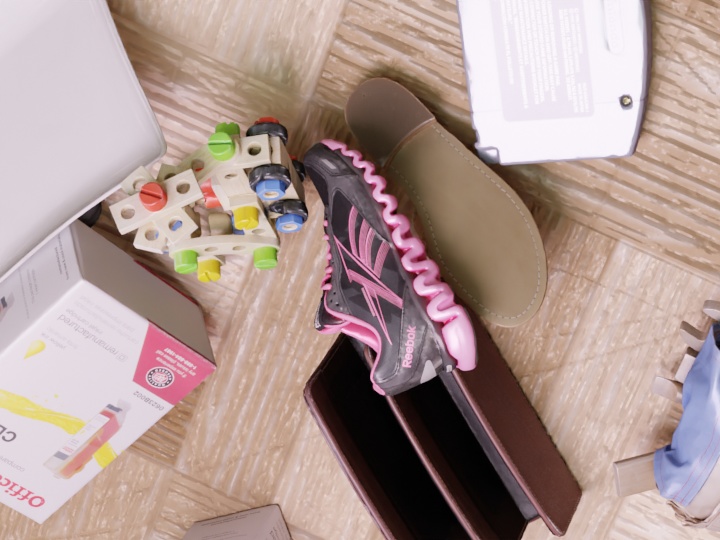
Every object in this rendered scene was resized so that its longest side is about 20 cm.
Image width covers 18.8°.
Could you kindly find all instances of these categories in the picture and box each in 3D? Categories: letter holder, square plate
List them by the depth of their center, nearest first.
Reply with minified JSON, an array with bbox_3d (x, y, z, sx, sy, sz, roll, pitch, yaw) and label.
[{"bbox_3d":[0.060,0.129,1.580,0.100,0.142,0.200,-27,100,23],"label":"letter holder"},{"bbox_3d":[-0.238,-0.113,1.597,0.200,0.028,0.199,-35,65,24],"label":"square plate"}]

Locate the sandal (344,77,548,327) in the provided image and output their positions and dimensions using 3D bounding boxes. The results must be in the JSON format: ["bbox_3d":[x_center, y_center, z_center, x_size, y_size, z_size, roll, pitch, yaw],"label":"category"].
[{"bbox_3d":[0.068,-0.047,1.562,0.078,0.070,0.212,-38,75,2],"label":"sandal"}]

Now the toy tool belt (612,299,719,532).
[{"bbox_3d":[0.259,0.088,1.521,0.123,0.125,0.201,16,113,0],"label":"toy tool belt"}]

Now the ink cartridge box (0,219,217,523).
[{"bbox_3d":[-0.230,0.079,1.630,0.200,0.084,0.145,-41,128,17],"label":"ink cartridge box"}]

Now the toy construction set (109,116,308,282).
[{"bbox_3d":[-0.106,-0.051,1.544,0.131,0.200,0.092,-8,82,8],"label":"toy construction set"}]

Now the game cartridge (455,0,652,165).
[{"bbox_3d":[0.134,-0.174,1.506,0.133,0.042,0.201,-4,109,13],"label":"game cartridge"}]

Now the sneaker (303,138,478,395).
[{"bbox_3d":[0.000,0.000,1.519,0.095,0.079,0.200,-30,70,-2],"label":"sneaker"}]

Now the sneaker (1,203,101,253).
[{"bbox_3d":[-0.247,0.020,1.677,0.200,0.076,0.116,-32,109,29],"label":"sneaker"}]

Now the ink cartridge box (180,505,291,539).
[{"bbox_3d":[-0.101,0.291,1.654,0.083,0.200,0.147,-15,105,20],"label":"ink cartridge box"}]
